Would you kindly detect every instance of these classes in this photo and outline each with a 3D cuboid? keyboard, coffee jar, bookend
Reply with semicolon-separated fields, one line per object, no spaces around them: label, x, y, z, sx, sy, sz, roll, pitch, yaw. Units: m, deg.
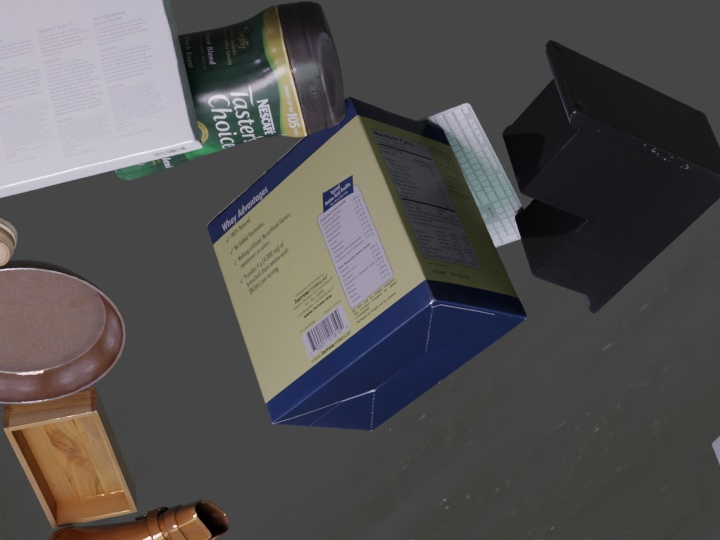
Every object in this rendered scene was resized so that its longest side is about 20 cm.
keyboard;0.109;-0.084;1.279;0.056;0.011;0.201;-23;138;11
coffee jar;-0.113;-0.145;1.090;0.197;0.086;0.105;-14;135;1
bookend;0.197;-0.078;1.246;0.197;0.093;0.200;17;132;-30

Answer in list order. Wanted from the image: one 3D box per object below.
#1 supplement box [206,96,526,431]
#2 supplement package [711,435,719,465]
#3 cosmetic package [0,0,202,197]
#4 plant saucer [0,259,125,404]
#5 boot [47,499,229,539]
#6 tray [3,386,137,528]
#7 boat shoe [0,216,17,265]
supplement box;0.000;0.000;1.172;0.199;0.202;0.133;-38;150;30
supplement package;0.558;0.221;1.637;0.149;0.153;0.201;10;135;-25
cosmetic package;-0.230;-0.144;1.014;0.197;0.153;0.052;-13;179;0
plant saucer;-0.325;0.055;1.301;0.197;0.035;0.202;-8;140;-7
boot;-0.249;0.308;1.542;0.153;0.078;0.200;-21;159;18
tray;-0.311;0.204;1.474;0.097;0.037;0.202;-10;139;-3
boat shoe;-0.398;-0.012;1.178;0.197;0.070;0.074;0;138;-15
